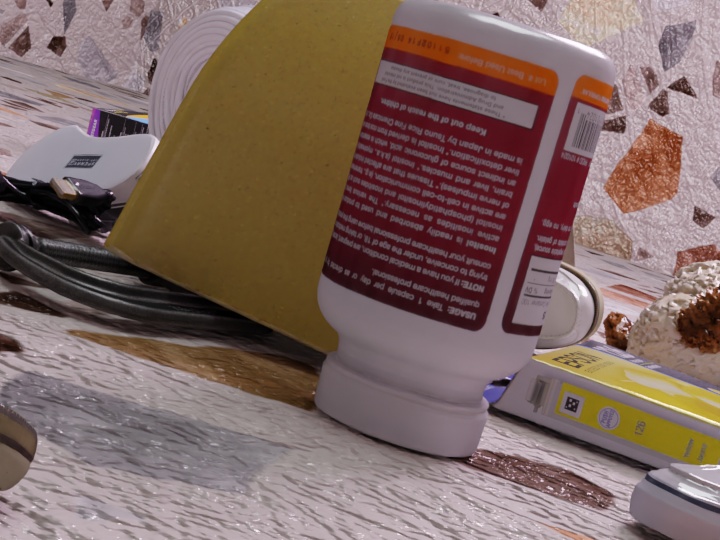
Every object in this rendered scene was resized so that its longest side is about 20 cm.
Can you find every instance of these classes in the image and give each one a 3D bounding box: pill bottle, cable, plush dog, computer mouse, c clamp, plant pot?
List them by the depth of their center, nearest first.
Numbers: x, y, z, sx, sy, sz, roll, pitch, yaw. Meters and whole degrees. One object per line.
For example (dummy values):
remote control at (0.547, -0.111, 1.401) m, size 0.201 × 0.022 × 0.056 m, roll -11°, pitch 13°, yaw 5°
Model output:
pill bottle at (0.044, -0.020, 0.751) m, size 0.112 × 0.202 × 0.113 m, roll 16°, pitch 6°, yaw -2°
c clamp at (-0.138, 0.004, 0.895) m, size 0.170 × 0.027 × 0.199 m, roll 26°, pitch 8°, yaw 26°
plant pot at (-0.009, -0.068, 0.929) m, size 0.192 × 0.202 × 0.196 m, roll 24°, pitch 4°, yaw 2°
computer mouse at (-0.245, -0.052, 0.962) m, size 0.139 × 0.047 × 0.200 m, roll 12°, pitch -5°, yaw 27°
plush dog at (0.291, 0.055, 1.252) m, size 0.170 × 0.163 × 0.200 m, roll -2°, pitch -14°, yaw -26°
cable at (-0.127, -0.160, 1.519) m, size 0.069 × 0.200 × 0.201 m, roll 3°, pitch 49°, yaw -43°

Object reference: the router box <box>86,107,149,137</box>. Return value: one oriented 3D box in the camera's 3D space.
router box at (-0.227, -0.150, 1.857) m, size 0.147 × 0.052 × 0.200 m, roll 17°, pitch 6°, yaw 7°

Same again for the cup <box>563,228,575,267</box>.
cup at (0.111, -0.055, 1.449) m, size 0.141 × 0.203 × 0.200 m, roll -7°, pitch 7°, yaw -1°

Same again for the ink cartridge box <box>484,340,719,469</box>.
ink cartridge box at (0.161, 0.078, 0.958) m, size 0.198 × 0.048 × 0.197 m, roll 22°, pitch 8°, yaw 18°

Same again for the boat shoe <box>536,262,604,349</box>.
boat shoe at (0.095, 0.018, 1.218) m, size 0.199 × 0.076 × 0.068 m, roll 13°, pitch 8°, yaw 43°

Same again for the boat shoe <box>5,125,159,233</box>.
boat shoe at (-0.187, -0.058, 1.115) m, size 0.199 × 0.072 × 0.068 m, roll 4°, pitch -40°, yaw 48°

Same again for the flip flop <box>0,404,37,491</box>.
flip flop at (-0.180, 0.029, 0.421) m, size 0.199 × 0.058 × 0.081 m, roll 32°, pitch -9°, yaw -38°

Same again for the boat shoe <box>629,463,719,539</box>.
boat shoe at (0.212, 0.104, 0.748) m, size 0.198 × 0.068 × 0.073 m, roll 13°, pitch 7°, yaw -35°
